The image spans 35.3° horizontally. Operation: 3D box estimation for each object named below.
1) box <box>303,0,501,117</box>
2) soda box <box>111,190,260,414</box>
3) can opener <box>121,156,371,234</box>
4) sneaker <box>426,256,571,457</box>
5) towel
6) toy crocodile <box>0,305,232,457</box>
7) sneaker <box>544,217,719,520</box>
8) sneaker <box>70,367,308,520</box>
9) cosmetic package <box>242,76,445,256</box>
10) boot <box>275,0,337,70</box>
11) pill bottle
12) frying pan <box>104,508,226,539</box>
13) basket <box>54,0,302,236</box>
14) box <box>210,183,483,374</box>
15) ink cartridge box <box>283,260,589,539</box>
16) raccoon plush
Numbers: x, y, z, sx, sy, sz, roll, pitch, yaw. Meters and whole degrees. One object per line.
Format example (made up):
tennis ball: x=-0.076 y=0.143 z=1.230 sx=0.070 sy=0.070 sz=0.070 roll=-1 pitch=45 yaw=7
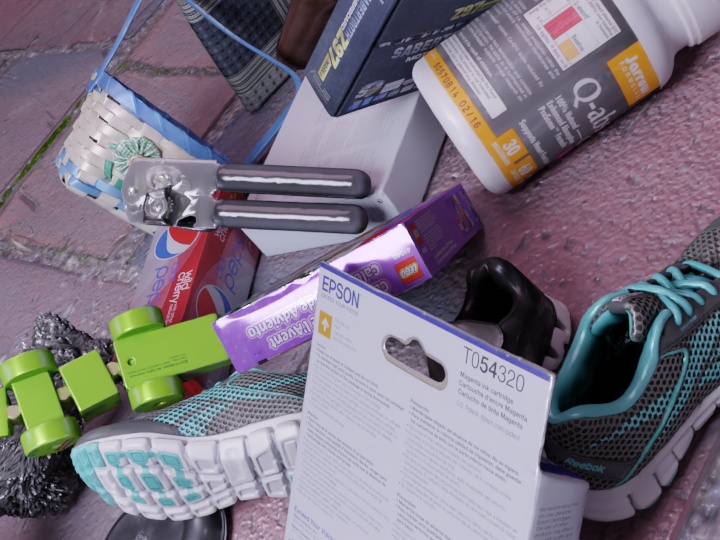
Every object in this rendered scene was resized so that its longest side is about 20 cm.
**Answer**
box: x=0.071 y=-0.198 z=0.833 sx=0.200 sy=0.051 sz=0.158 roll=-23 pitch=-17 yaw=-31
soda box: x=-0.135 y=0.018 z=0.916 sx=0.063 sy=0.070 sz=0.200 roll=-16 pitch=43 yaw=27
can opener: x=-0.087 y=-0.055 z=0.868 sx=0.200 sy=0.067 sz=0.053 roll=4 pitch=87 yaw=14
sneaker: x=0.068 y=0.074 z=0.651 sx=0.066 sy=0.091 sz=0.200 roll=-12 pitch=44 yaw=35
towel: x=-0.080 y=-0.280 z=1.088 sx=0.200 sy=0.193 sz=0.035 roll=-47 pitch=54 yaw=-10
toy crocodile: x=-0.182 y=0.078 z=0.787 sx=0.200 sy=0.062 sz=0.068 roll=-21 pitch=76 yaw=-13
sneaker: x=0.162 y=0.034 z=0.592 sx=0.078 sy=0.091 sz=0.200 roll=24 pitch=69 yaw=44
sneaker: x=-0.092 y=0.108 z=0.758 sx=0.200 sy=0.078 sz=0.091 roll=-6 pitch=36 yaw=8
cosmetic package: x=-0.003 y=-0.111 z=0.949 sx=0.151 sy=0.052 sz=0.200 roll=-7 pitch=47 yaw=35
boot: x=-0.059 y=-0.234 z=1.013 sx=0.186 sy=0.064 sz=0.200 roll=-28 pitch=-14 yaw=-27
pill bottle: x=0.146 y=-0.153 z=0.799 sx=0.200 sy=0.116 sz=0.116 roll=-34 pitch=36 yaw=10
frying pan: x=-0.110 y=0.177 z=0.764 sx=0.190 sy=0.031 sz=0.115 roll=-31 pitch=39 yaw=17
basket: x=-0.165 y=-0.133 z=1.025 sx=0.200 sy=0.176 sz=0.139 roll=-59 pitch=28 yaw=0
box: x=0.000 y=0.000 z=0.750 sx=0.137 sy=0.039 sz=0.200 roll=-28 pitch=3 yaw=18
ink cartridge box: x=0.032 y=0.115 z=0.588 sx=0.196 sy=0.043 sz=0.200 roll=27 pitch=112 yaw=53
raccoon plush: x=-0.243 y=0.117 z=0.831 sx=0.200 sy=0.097 sz=0.134 roll=-90 pitch=24 yaw=-72
